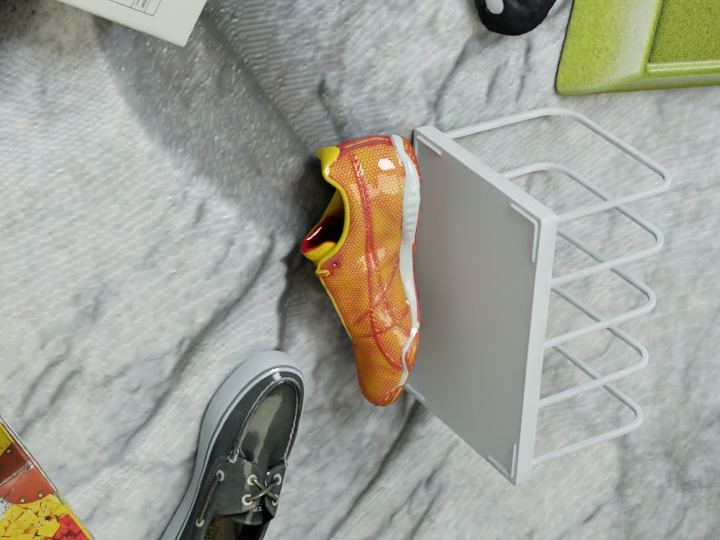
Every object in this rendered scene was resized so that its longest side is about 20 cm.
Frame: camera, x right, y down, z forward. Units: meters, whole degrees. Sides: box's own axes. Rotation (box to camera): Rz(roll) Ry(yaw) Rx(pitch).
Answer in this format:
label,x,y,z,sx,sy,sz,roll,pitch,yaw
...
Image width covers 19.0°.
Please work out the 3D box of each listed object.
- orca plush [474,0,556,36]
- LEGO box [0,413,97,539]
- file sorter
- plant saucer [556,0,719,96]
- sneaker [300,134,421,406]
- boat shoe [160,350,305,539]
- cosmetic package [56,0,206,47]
label,x,y,z,sx,sy,sz,roll,pitch,yaw
orca plush,0.128,-0.231,1.322,0.105,0.071,0.200,15,108,-40
LEGO box,-0.219,0.123,1.209,0.077,0.200,0.149,-38,133,-9
file sorter,0.117,0.009,1.422,0.124,0.139,0.200,-17,126,-29
plant saucer,0.241,-0.204,1.436,0.199,0.048,0.200,-7,121,-32
sneaker,0.000,0.000,1.393,0.077,0.073,0.200,-7,120,-6
boat shoe,-0.080,0.150,1.424,0.069,0.057,0.200,10,111,-39
cosmetic package,-0.163,-0.202,1.132,0.200,0.071,0.105,19,105,-41
